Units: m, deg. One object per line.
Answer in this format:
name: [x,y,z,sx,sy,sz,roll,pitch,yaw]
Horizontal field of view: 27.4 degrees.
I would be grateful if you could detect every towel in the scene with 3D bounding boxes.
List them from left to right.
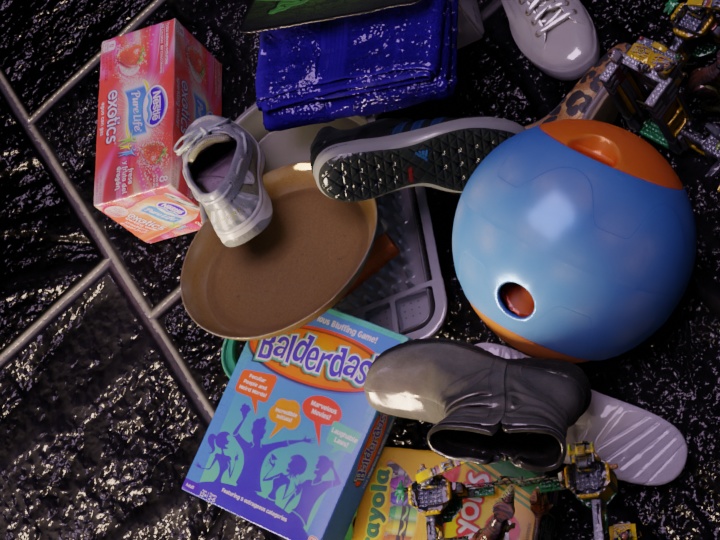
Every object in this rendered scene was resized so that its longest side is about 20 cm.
towel: [-0.006,-0.216,1.396,0.199,0.050,0.148,-7,70,24]

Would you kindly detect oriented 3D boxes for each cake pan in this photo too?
cake pan: [-0.061,-0.083,1.423,0.199,0.037,0.201,-11,63,24]

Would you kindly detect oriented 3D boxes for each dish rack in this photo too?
dish rack: [0.000,0.000,1.401,0.171,0.044,0.201,-20,61,20]

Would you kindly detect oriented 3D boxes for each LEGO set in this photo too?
LEGO set: [0.113,0.203,1.146,0.199,0.116,0.155,-1,69,19]
LEGO set: [0.303,-0.163,1.254,0.154,0.116,0.200,-46,57,3]

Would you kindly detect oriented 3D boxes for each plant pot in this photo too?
plant pot: [-0.070,-0.015,1.334,0.199,0.028,0.201,-18,45,19]

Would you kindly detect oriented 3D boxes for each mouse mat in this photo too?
mouse mat: [-0.011,-0.291,1.420,0.199,0.008,0.161,-6,45,26]

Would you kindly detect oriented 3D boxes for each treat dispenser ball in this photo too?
treat dispenser ball: [0.175,-0.024,1.222,0.200,0.201,0.202,-11,64,23]

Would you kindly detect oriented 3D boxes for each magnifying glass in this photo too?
magnifying glass: [-0.047,0.036,1.372,0.200,0.022,0.080,-38,56,8]

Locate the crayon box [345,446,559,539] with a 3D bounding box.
crayon box: [0.065,0.221,1.265,0.199,0.051,0.128,0,69,29]

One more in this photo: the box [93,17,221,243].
box: [-0.207,-0.144,1.539,0.094,0.103,0.201,-13,62,22]

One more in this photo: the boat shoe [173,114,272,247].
boat shoe: [-0.132,-0.098,1.378,0.074,0.065,0.202,-30,35,7]

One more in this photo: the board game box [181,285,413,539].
board game box: [-0.051,0.131,1.303,0.152,0.045,0.201,19,80,29]

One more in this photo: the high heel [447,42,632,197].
high heel: [0.152,-0.145,1.363,0.142,0.071,0.201,34,96,28]

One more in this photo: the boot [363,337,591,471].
boot: [0.077,0.107,1.165,0.199,0.131,0.068,2,107,23]

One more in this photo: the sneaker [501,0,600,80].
sneaker: [0.159,-0.267,1.409,0.073,0.085,0.201,-32,59,10]

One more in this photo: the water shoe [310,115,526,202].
water shoe: [0.053,-0.113,1.309,0.199,0.072,0.079,-6,36,-9]

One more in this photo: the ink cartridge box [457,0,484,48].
ink cartridge box: [0.009,-0.270,1.488,0.199,0.085,0.145,-22,61,17]

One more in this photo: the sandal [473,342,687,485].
sandal: [0.173,0.129,1.249,0.206,0.059,0.080,23,86,12]
